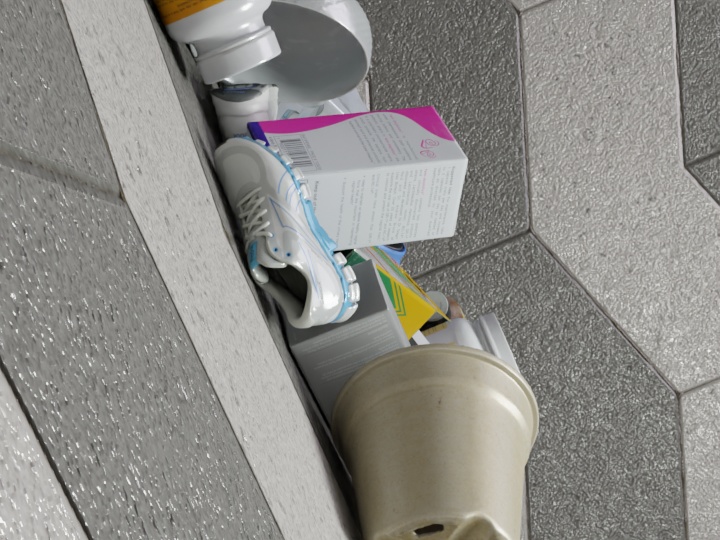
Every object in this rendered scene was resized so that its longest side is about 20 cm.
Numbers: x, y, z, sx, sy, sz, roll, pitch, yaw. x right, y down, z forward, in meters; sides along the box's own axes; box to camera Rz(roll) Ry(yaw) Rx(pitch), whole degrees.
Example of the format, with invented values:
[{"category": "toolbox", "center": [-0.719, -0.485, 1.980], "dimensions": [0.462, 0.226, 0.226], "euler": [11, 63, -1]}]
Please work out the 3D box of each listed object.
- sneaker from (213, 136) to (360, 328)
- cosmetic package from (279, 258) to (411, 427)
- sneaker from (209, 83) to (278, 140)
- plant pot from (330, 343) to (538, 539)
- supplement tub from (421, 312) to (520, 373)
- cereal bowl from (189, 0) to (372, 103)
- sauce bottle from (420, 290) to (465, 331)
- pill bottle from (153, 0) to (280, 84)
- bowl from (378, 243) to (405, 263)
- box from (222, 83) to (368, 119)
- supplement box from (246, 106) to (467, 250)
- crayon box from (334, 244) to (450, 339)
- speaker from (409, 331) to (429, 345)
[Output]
[{"category": "sneaker", "center": [-0.080, -0.034, 1.385], "dimensions": [0.200, 0.075, 0.087], "euler": [56, 34, 7]}, {"category": "cosmetic package", "center": [0.004, 0.100, 1.505], "dimensions": [0.090, 0.107, 0.200], "euler": [-108, 177, -49]}, {"category": "sneaker", "center": [-0.124, -0.155, 1.614], "dimensions": [0.200, 0.074, 0.087], "euler": [-76, 160, -81]}, {"category": "plant pot", "center": [0.070, 0.201, 1.385], "dimensions": [0.184, 0.200, 0.201], "euler": [-89, 160, -52]}, {"category": "supplement tub", "center": [0.092, 0.144, 1.836], "dimensions": [0.145, 0.199, 0.146], "euler": [-22, 90, -87]}, {"category": "cereal bowl", "center": [-0.082, -0.265, 1.631], "dimensions": [0.200, 0.199, 0.084], "euler": [63, 31, -60]}, {"category": "sauce bottle", "center": [0.104, 0.068, 1.959], "dimensions": [0.200, 0.065, 0.065], "euler": [58, 10, -75]}, {"category": "pill bottle", "center": [-0.153, -0.288, 1.475], "dimensions": [0.111, 0.111, 0.201], "euler": [-99, 167, -78]}, {"category": "bowl", "center": [-0.027, -0.067, 1.903], "dimensions": [0.200, 0.039, 0.201], "euler": [37, 12, -9]}, {"category": "box", "center": [-0.081, -0.222, 1.897], "dimensions": [0.176, 0.097, 0.200], "euler": [42, 15, -27]}, {"category": "supplement box", "center": [-0.007, -0.090, 1.516], "dimensions": [0.101, 0.199, 0.104], "euler": [-117, -155, -47]}, {"category": "crayon box", "center": [0.000, 0.000, 1.630], "dimensions": [0.200, 0.052, 0.126], "euler": [36, 9, -48]}, {"category": "speaker", "center": [0.019, 0.071, 1.756], "dimensions": [0.200, 0.081, 0.081], "euler": [53, -3, 23]}]
